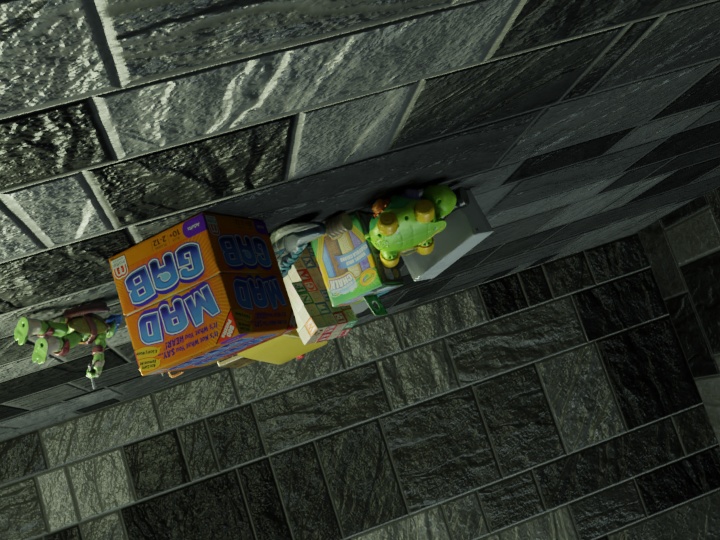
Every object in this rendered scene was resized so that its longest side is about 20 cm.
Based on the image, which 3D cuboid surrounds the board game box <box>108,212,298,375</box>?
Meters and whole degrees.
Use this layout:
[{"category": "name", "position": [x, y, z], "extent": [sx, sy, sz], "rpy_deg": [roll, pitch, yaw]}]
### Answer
[{"category": "board game box", "position": [-0.258, 0.040, 1.394], "extent": [0.198, 0.203, 0.199], "rpy_deg": [-23, 170, 21]}]

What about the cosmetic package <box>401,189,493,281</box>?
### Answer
[{"category": "cosmetic package", "position": [0.178, -0.075, 1.814], "extent": [0.081, 0.114, 0.199], "rpy_deg": [-8, 157, -49]}]

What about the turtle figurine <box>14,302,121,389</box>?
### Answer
[{"category": "turtle figurine", "position": [-0.569, 0.153, 1.611], "extent": [0.198, 0.146, 0.193], "rpy_deg": [-27, 164, 26]}]

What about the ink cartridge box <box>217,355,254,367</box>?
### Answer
[{"category": "ink cartridge box", "position": [-0.317, 0.148, 2.035], "extent": [0.074, 0.167, 0.200], "rpy_deg": [-21, 172, 3]}]

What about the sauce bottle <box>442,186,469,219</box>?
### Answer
[{"category": "sauce bottle", "position": [0.132, -0.114, 1.727], "extent": [0.198, 0.067, 0.066], "rpy_deg": [-23, 170, 31]}]

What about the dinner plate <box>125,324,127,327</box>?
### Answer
[{"category": "dinner plate", "position": [-0.374, 0.091, 1.682], "extent": [0.197, 0.025, 0.200], "rpy_deg": [-17, 177, -1]}]

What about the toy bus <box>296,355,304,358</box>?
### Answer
[{"category": "toy bus", "position": [-0.192, 0.140, 2.170], "extent": [0.134, 0.195, 0.200], "rpy_deg": [-20, 173, -1]}]

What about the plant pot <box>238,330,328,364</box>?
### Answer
[{"category": "plant pot", "position": [-0.213, 0.083, 1.831], "extent": [0.198, 0.198, 0.193], "rpy_deg": [10, 154, -42]}]

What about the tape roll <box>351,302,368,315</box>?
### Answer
[{"category": "tape roll", "position": [0.012, 0.002, 1.862], "extent": [0.203, 0.037, 0.205], "rpy_deg": [-42, 149, -32]}]

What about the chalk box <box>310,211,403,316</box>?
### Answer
[{"category": "chalk box", "position": [0.000, 0.000, 1.691], "extent": [0.122, 0.203, 0.124], "rpy_deg": [-22, 170, 23]}]

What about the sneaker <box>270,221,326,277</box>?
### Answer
[{"category": "sneaker", "position": [-0.143, -0.031, 1.575], "extent": [0.198, 0.088, 0.077], "rpy_deg": [-23, 171, 24]}]

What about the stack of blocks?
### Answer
[{"category": "stack of blocks", "position": [-0.105, 0.047, 1.733], "extent": [0.114, 0.201, 0.059], "rpy_deg": [-8, 148, -42]}]

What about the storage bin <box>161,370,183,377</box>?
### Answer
[{"category": "storage bin", "position": [-0.453, 0.177, 2.061], "extent": [0.133, 0.147, 0.200], "rpy_deg": [-27, 174, -17]}]

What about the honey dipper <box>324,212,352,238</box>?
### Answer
[{"category": "honey dipper", "position": [-0.100, -0.063, 1.648], "extent": [0.198, 0.039, 0.038], "rpy_deg": [-22, 171, 35]}]

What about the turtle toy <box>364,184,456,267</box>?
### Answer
[{"category": "turtle toy", "position": [0.098, -0.101, 1.605], "extent": [0.197, 0.102, 0.147], "rpy_deg": [-20, 148, -9]}]
